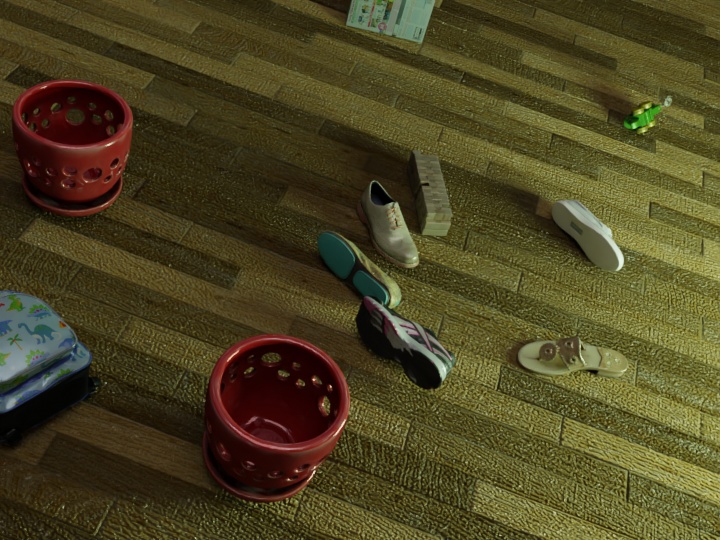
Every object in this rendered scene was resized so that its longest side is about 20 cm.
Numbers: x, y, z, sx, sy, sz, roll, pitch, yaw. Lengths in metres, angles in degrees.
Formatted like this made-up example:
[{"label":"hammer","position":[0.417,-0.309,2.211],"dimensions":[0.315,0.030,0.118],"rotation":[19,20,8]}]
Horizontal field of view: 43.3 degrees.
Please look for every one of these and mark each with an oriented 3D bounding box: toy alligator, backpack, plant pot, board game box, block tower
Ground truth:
[{"label":"toy alligator","position":[0.704,-0.389,2.251],"dimensions":[0.054,0.059,0.200],"rotation":[2,28,46]},{"label":"backpack","position":[-0.516,0.121,1.334],"dimensions":[0.200,0.147,0.183],"rotation":[37,46,22]},{"label":"plant pot","position":[-0.129,0.224,1.318],"dimensions":[0.200,0.183,0.201],"rotation":[8,46,-9]},{"label":"board game box","position":[0.076,-0.661,2.244],"dimensions":[0.199,0.148,0.064],"rotation":[12,47,-7]},{"label":"plant pot","position":[-0.513,-0.214,1.621],"dimensions":[0.200,0.183,0.201],"rotation":[8,47,-9]},{"label":"block tower","position":[0.141,-0.161,1.862],"dimensions":[0.058,0.054,0.200],"rotation":[3,48,-15]}]

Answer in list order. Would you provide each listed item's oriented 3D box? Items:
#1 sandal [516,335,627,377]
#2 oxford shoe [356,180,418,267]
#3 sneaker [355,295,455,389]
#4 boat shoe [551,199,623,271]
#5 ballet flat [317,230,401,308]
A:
[{"label":"sandal","position":[0.392,0.144,1.641],"dimensions":[0.211,0.070,0.078],"rotation":[7,46,-11]},{"label":"oxford shoe","position":[0.054,-0.089,1.753],"dimensions":[0.071,0.074,0.200],"rotation":[-16,55,-29]},{"label":"sneaker","position":[0.080,0.120,1.569],"dimensions":[0.200,0.080,0.086],"rotation":[46,38,15]},{"label":"boat shoe","position":[0.484,-0.077,1.885],"dimensions":[0.068,0.072,0.200],"rotation":[-18,46,-29]},{"label":"ballet flat","position":[0.000,0.000,1.668],"dimensions":[0.071,0.071,0.200],"rotation":[-27,60,-35]}]
